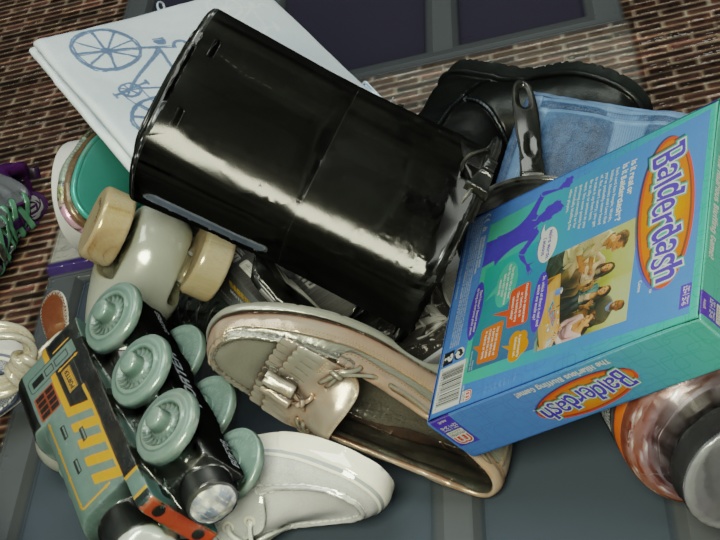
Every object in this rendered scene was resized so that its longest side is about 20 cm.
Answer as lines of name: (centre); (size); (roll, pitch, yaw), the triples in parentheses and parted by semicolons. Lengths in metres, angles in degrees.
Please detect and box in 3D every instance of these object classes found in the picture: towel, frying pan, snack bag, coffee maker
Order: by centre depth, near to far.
coffee maker: (-0.026, -0.068, 1.105); (0.199, 0.193, 0.135); (26, 48, -1)
frying pan: (0.102, -0.041, 1.211); (0.114, 0.031, 0.191); (-20, 51, -15)
towel: (0.189, -0.056, 1.240); (0.198, 0.049, 0.113); (12, 72, 27)
snack bag: (-0.104, -0.132, 1.292); (0.199, 0.022, 0.189); (-20, 48, -30)

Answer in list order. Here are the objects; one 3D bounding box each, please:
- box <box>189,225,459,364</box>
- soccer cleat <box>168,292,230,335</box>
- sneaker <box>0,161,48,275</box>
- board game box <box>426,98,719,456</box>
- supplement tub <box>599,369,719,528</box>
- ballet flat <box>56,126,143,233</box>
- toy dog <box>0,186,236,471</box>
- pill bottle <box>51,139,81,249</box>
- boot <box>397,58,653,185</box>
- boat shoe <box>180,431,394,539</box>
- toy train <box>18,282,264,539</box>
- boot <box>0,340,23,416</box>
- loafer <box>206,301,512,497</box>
box: (0.000, 0.000, 1.234); (0.158, 0.049, 0.200); (-32, 57, -20)
soccer cleat: (-0.103, 0.024, 1.293); (0.198, 0.068, 0.081); (-4, 36, 16)
sneaker: (-0.293, -0.039, 1.471); (0.087, 0.075, 0.200); (-14, 32, -4)
board game box: (0.132, 0.007, 1.043); (0.199, 0.045, 0.153); (-26, 39, 42)
supplement tub: (0.185, 0.061, 1.063); (0.106, 0.108, 0.201); (-19, 33, -2)
ballet flat: (-0.173, -0.083, 1.305); (0.071, 0.069, 0.201); (-22, 29, 37)
toy dog: (-0.163, 0.027, 1.221); (0.200, 0.132, 0.096); (-42, 17, 12)
pill bottle: (-0.126, -0.066, 1.393); (0.198, 0.114, 0.113); (-6, 34, 18)
boot: (0.096, -0.084, 1.352); (0.197, 0.074, 0.163); (11, 45, 35)
boat shoe: (-0.076, 0.139, 1.112); (0.198, 0.072, 0.069); (4, 54, 24)
toy train: (-0.134, 0.095, 1.093); (0.114, 0.085, 0.200); (-46, 42, 10)
boot: (-0.312, 0.120, 1.257); (0.198, 0.073, 0.091); (-24, 39, 6)
loafer: (0.002, 0.077, 1.091); (0.198, 0.072, 0.063); (19, 42, -12)
